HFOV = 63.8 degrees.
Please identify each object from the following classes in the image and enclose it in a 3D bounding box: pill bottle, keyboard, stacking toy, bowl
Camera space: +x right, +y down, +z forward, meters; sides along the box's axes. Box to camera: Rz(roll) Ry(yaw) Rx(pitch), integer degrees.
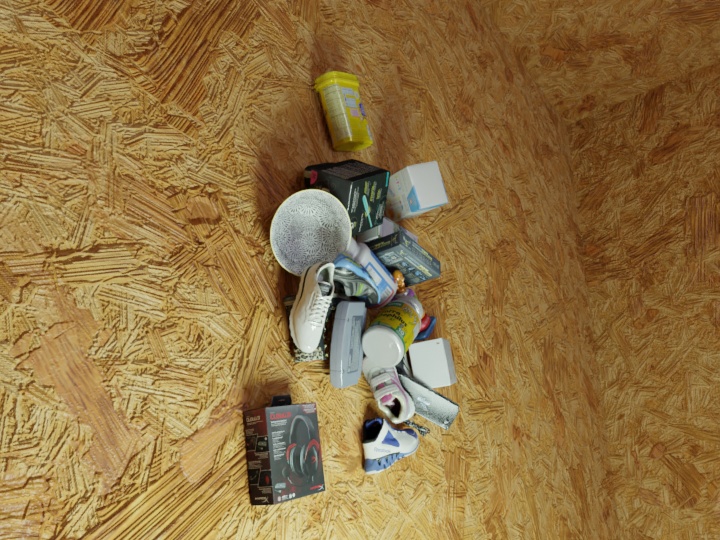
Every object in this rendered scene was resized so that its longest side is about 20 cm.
[{"bbox_3d":[0.000,0.000,1.506,0.200,0.111,0.113,49,42,-28],"label":"pill bottle"},{"bbox_3d":[0.152,0.360,1.517,0.198,0.128,0.021,30,10,-5],"label":"keyboard"},{"bbox_3d":[0.090,0.146,1.474,0.114,0.111,0.200,62,35,-12],"label":"pill bottle"},{"bbox_3d":[0.124,0.091,1.606,0.116,0.108,0.203,-48,124,-51],"label":"stacking toy"},{"bbox_3d":[-0.128,-0.093,1.366,0.197,0.094,0.205,-5,103,-21],"label":"bowl"}]

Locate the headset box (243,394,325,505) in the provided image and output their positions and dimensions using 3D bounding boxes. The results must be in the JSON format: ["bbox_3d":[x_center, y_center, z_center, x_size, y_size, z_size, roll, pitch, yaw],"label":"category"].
[{"bbox_3d":[-0.155,0.358,1.179,0.147,0.074,0.204,10,67,-50],"label":"headset box"}]

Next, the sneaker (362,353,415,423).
[{"bbox_3d":[0.066,0.295,1.452,0.201,0.081,0.088,54,12,3],"label":"sneaker"}]

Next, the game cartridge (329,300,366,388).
[{"bbox_3d":[-0.030,0.174,1.388,0.133,0.041,0.204,9,86,-63],"label":"game cartridge"}]

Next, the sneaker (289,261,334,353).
[{"bbox_3d":[-0.100,0.077,1.265,0.076,0.080,0.204,18,70,-37],"label":"sneaker"}]

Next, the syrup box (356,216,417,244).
[{"bbox_3d":[0.081,-0.087,1.674,0.199,0.080,0.080,27,57,-45],"label":"syrup box"}]

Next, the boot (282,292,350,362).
[{"bbox_3d":[-0.095,0.133,1.363,0.202,0.073,0.157,3,77,-50],"label":"boot"}]

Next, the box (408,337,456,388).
[{"bbox_3d":[0.203,0.261,1.611,0.200,0.096,0.127,33,45,-74],"label":"box"}]

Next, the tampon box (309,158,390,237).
[{"bbox_3d":[-0.031,-0.186,1.478,0.199,0.125,0.153,-27,133,-55],"label":"tampon box"}]

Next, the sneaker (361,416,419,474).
[{"bbox_3d":[0.069,0.414,1.445,0.198,0.080,0.117,-13,87,-52],"label":"sneaker"}]

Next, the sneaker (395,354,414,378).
[{"bbox_3d":[0.076,0.259,1.540,0.111,0.073,0.204,3,70,-43],"label":"sneaker"}]

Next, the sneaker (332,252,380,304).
[{"bbox_3d":[-0.017,0.029,1.392,0.199,0.083,0.071,40,12,-49],"label":"sneaker"}]

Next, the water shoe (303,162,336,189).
[{"bbox_3d":[-0.089,-0.244,1.549,0.199,0.070,0.081,-21,119,-55],"label":"water shoe"}]

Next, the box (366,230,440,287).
[{"bbox_3d":[0.109,-0.024,1.621,0.199,0.156,0.052,33,51,-39],"label":"box"}]

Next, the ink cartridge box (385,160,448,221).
[{"bbox_3d":[0.141,-0.227,1.733,0.124,0.199,0.131,-17,88,-36],"label":"ink cartridge box"}]

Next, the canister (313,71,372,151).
[{"bbox_3d":[-0.046,-0.452,1.662,0.147,0.086,0.204,-13,87,-53],"label":"canister"}]
